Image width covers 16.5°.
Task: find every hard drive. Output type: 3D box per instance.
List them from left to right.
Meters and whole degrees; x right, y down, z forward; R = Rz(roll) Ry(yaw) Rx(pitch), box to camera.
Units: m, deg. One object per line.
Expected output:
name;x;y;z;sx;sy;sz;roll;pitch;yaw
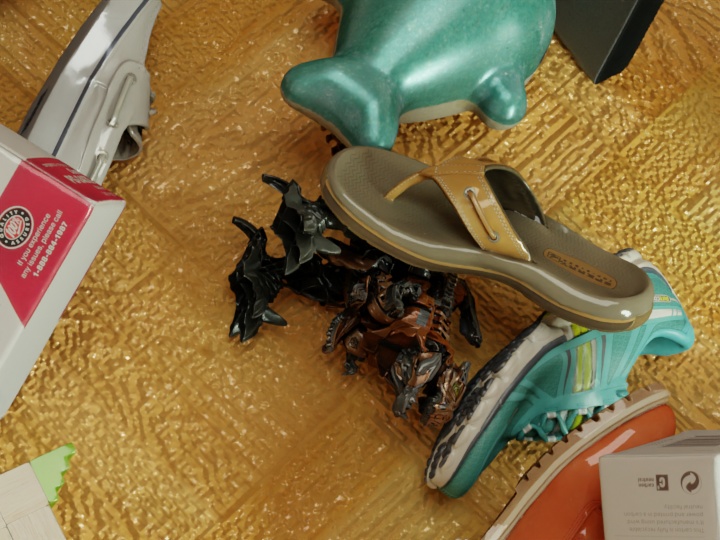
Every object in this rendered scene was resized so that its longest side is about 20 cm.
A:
hard drive;0.118;-0.231;1.526;0.033;0.140;0.200;-27;71;-25

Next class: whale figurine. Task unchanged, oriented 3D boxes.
whale figurine;0.038;-0.146;1.468;0.159;0.104;0.200;39;47;9

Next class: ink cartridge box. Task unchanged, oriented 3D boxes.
ink cartridge box;-0.251;-0.028;1.328;0.200;0.083;0.146;32;97;5

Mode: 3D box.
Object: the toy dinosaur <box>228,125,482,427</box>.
toy dinosaur;0.000;0.000;1.420;0.135;0.102;0.200;5;32;-26

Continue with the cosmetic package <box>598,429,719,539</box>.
cosmetic package;0.184;0.188;1.288;0.101;0.071;0.201;-6;92;-55

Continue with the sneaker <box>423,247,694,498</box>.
sneaker;0.116;0.065;1.409;0.200;0.078;0.080;-39;86;-27

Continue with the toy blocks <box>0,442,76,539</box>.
toy blocks;-0.210;0.193;1.262;0.199;0.100;0.137;-24;82;-23

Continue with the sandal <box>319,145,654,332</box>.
sandal;0.076;-0.029;1.376;0.199;0.054;0.080;23;35;2

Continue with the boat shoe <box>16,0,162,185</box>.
boat shoe;-0.151;-0.091;1.432;0.066;0.072;0.200;34;51;-14

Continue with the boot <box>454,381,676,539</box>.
boot;0.117;0.154;1.339;0.107;0.075;0.200;43;87;11
